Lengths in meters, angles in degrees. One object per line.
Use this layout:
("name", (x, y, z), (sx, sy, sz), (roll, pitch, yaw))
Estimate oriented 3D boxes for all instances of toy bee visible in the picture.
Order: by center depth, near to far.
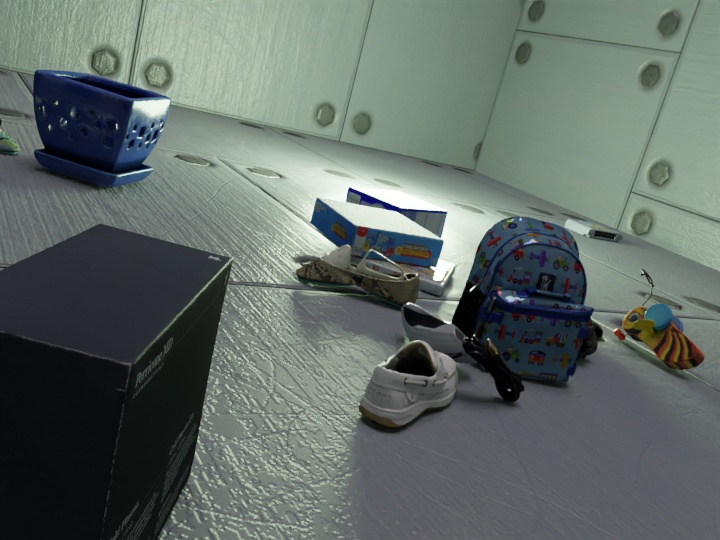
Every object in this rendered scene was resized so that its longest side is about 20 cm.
("toy bee", (0.516, 0.109, 1.245), (0.131, 0.108, 0.201), (44, 22, -17))

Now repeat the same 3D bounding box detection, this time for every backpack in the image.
("backpack", (0.238, 0.035, 0.984), (0.180, 0.203, 0.135), (13, 15, -12))

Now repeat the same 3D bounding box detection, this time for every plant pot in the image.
("plant pot", (-0.502, -0.271, 1.354), (0.197, 0.183, 0.200), (16, 15, 4))

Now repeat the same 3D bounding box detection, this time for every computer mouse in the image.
("computer mouse", (0.114, 0.100, 0.903), (0.110, 0.044, 0.199), (47, -13, -35))

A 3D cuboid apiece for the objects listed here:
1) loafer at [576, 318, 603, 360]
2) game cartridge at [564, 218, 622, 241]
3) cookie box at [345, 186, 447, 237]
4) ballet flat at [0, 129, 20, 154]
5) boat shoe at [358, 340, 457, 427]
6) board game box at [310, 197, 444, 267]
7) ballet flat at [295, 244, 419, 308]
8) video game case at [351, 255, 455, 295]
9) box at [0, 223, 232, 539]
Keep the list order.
("loafer", (0.361, 0.104, 1.125), (0.062, 0.073, 0.200), (26, 15, 15))
("game cartridge", (0.855, -0.150, 2.579), (0.198, 0.041, 0.133), (6, 14, -34))
("cookie box", (0.085, -0.138, 1.679), (0.170, 0.076, 0.199), (26, 17, 36))
("ballet flat", (-0.753, -0.275, 1.331), (0.197, 0.075, 0.074), (9, 16, -23))
("boat shoe", (0.067, 0.113, 0.784), (0.070, 0.070, 0.199), (18, 14, 23))
("board game box", (0.028, -0.075, 1.355), (0.193, 0.057, 0.200), (8, 16, -28))
("ballet flat", (0.000, 0.000, 1.107), (0.197, 0.076, 0.068), (15, 16, -2))
("video game case", (0.084, -0.011, 1.333), (0.179, 0.023, 0.200), (19, 16, 10))
("box", (-0.164, 0.088, 0.426), (0.102, 0.185, 0.200), (15, 15, -1))
